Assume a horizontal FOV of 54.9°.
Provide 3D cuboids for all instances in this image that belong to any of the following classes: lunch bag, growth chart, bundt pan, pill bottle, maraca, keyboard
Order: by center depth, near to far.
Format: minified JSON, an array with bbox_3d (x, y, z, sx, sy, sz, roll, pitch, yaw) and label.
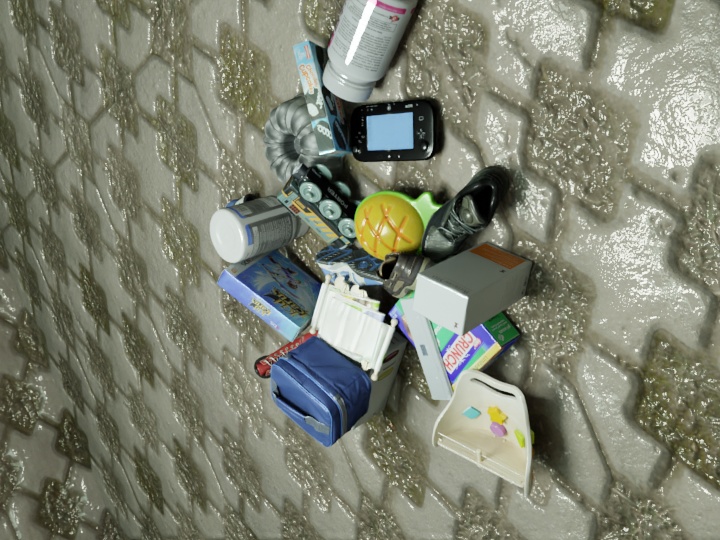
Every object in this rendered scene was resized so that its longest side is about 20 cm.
[{"bbox_3d":[0.010,-0.402,1.196,0.113,0.113,0.201,46,132,21],"label":"pill bottle"},{"bbox_3d":[0.074,-0.081,1.271,0.198,0.107,0.138,-3,114,33],"label":"maraca"},{"bbox_3d":[0.123,0.146,1.277,0.056,0.011,0.202,-9,102,55],"label":"keyboard"},{"bbox_3d":[-0.017,0.103,1.358,0.199,0.018,0.146,30,101,30],"label":"growth chart"},{"bbox_3d":[-0.092,0.236,1.362,0.199,0.132,0.137,31,137,28],"label":"lunch bag"},{"bbox_3d":[-0.127,-0.255,1.416,0.201,0.075,0.204,19,119,39],"label":"bundt pan"},{"bbox_3d":[-0.208,-0.095,1.468,0.113,0.199,0.115,17,117,38],"label":"pill bottle"}]

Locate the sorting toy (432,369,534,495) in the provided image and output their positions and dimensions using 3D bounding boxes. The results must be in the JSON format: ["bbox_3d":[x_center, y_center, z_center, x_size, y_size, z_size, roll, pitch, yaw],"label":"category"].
[{"bbox_3d":[0.234,0.263,1.225,0.199,0.107,0.182,21,132,34],"label":"sorting toy"}]

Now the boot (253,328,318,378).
[{"bbox_3d":[-0.154,0.194,1.573,0.199,0.144,0.073,-29,85,45],"label":"boot"}]

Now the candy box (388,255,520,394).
[{"bbox_3d":[0.168,0.098,1.270,0.200,0.077,0.170,50,135,16],"label":"candy box"}]

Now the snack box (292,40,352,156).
[{"bbox_3d":[-0.067,-0.316,1.293,0.037,0.116,0.202,-13,94,18],"label":"snack box"}]

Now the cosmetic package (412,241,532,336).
[{"bbox_3d":[0.186,0.025,1.135,0.101,0.199,0.072,26,123,33],"label":"cosmetic package"}]

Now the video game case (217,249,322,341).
[{"bbox_3d":[-0.173,0.040,1.466,0.199,0.181,0.046,37,120,6],"label":"video game case"}]

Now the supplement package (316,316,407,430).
[{"bbox_3d":[-0.013,0.200,1.462,0.155,0.110,0.202,36,129,28],"label":"supplement package"}]

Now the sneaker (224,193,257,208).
[{"bbox_3d":[-0.235,-0.089,1.583,0.115,0.080,0.201,-29,84,48],"label":"sneaker"}]

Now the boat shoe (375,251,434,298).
[{"bbox_3d":[0.069,-0.002,1.236,0.073,0.075,0.200,28,165,-8],"label":"boat shoe"}]

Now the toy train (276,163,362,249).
[{"bbox_3d":[-0.071,-0.124,1.370,0.200,0.086,0.114,42,137,-20],"label":"toy train"}]

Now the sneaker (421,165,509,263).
[{"bbox_3d":[0.161,-0.082,1.146,0.076,0.114,0.199,45,118,2],"label":"sneaker"}]

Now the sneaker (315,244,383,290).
[{"bbox_3d":[0.000,0.000,1.411,0.199,0.076,0.078,14,139,40],"label":"sneaker"}]

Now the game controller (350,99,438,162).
[{"bbox_3d":[0.058,-0.252,1.262,0.199,0.042,0.106,6,110,42],"label":"game controller"}]
